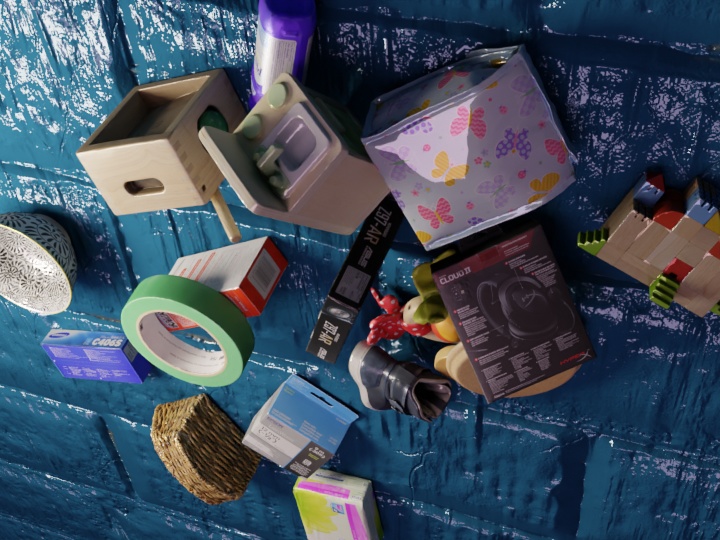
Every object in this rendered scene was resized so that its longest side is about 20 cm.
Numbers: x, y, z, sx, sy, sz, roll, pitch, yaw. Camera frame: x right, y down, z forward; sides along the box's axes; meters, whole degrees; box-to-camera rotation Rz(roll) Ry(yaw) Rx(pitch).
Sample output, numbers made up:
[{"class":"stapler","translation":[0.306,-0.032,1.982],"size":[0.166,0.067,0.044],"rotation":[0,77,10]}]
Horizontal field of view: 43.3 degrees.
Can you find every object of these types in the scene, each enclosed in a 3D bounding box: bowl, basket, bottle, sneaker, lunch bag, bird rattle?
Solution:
[{"class":"bowl","translation":[-0.544,-0.031,1.504],"size":[0.199,0.095,0.202],"rotation":[14,136,14]},{"class":"basket","translation":[-0.317,0.358,1.744],"size":[0.148,0.143,0.200],"rotation":[-18,122,38]},{"class":"bottle","translation":[-0.096,-0.236,1.075],"size":[0.064,0.084,0.201],"rotation":[1,141,-13]},{"class":"sneaker","translation":[0.071,0.189,1.374],"size":[0.145,0.077,0.203],"rotation":[23,163,24]},{"class":"lunch bag","translation":[0.127,-0.143,1.020],"size":[0.198,0.128,0.170],"rotation":[-21,120,27]},{"class":"bird rattle","translation":[0.105,0.070,1.275],"size":[0.162,0.114,0.200],"rotation":[21,144,-19]}]

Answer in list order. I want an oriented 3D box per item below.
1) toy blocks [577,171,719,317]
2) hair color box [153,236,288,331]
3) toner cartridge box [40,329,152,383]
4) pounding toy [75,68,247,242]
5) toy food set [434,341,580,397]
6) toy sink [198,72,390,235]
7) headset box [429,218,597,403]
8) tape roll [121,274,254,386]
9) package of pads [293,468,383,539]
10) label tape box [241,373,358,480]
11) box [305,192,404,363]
[{"class":"toy blocks","translation":[0.371,-0.042,1.039],"size":[0.199,0.100,0.137],"rotation":[29,127,-4]},{"class":"hair color box","translation":[-0.218,0.023,1.378],"size":[0.198,0.111,0.064],"rotation":[-10,129,35]},{"class":"toner cartridge box","translation":[-0.500,0.161,1.715],"size":[0.198,0.043,0.096],"rotation":[1,132,26]},{"class":"pounding toy","translation":[-0.226,-0.141,1.161],"size":[0.198,0.185,0.143],"rotation":[-3,131,29]},{"class":"toy food set","translation":[0.215,0.122,1.264],"size":[0.196,0.049,0.200],"rotation":[11,145,-16]},{"class":"toy sink","translation":[-0.063,-0.136,1.036],"size":[0.112,0.199,0.131],"rotation":[-46,63,19]},{"class":"headset box","translation":[0.184,0.040,1.131],"size":[0.148,0.077,0.202],"rotation":[-25,96,6]},{"class":"tape roll","translation":[-0.257,0.093,1.351],"size":[0.198,0.048,0.202],"rotation":[14,139,12]},{"class":"package of pads","translation":[-0.045,0.474,1.778],"size":[0.153,0.069,0.201],"rotation":[8,135,20]},{"class":"label tape box","translation":[-0.110,0.283,1.622],"size":[0.143,0.066,0.200],"rotation":[33,140,-7]},{"class":"box","translation":[0.000,0.000,1.159],"size":[0.043,0.201,0.161],"rotation":[25,148,1]}]
